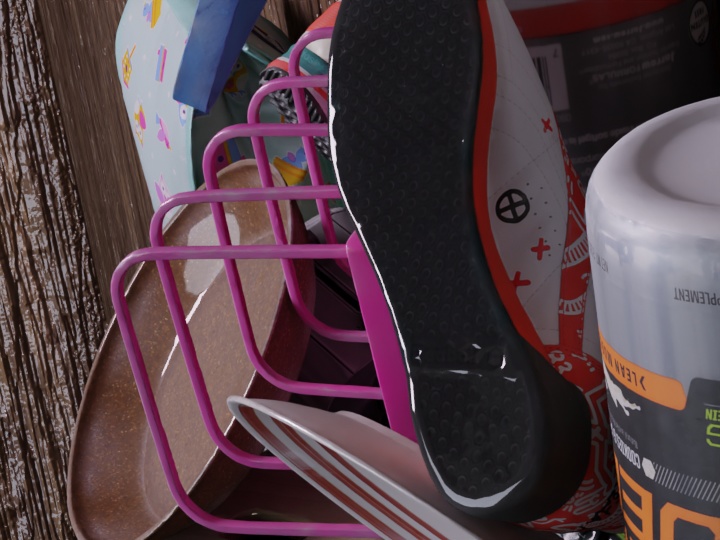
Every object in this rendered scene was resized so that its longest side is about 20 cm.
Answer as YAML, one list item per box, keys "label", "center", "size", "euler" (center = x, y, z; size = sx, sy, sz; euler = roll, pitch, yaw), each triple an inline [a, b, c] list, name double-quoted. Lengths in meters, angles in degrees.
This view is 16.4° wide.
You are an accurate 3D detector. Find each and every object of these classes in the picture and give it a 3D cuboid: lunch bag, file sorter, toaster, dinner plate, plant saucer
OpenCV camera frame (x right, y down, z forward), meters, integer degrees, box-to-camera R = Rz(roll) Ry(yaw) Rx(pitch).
- label: "lunch bag"
  center: [-0.078, -0.086, 1.543]
  size: [0.170, 0.121, 0.201]
  euler: [-124, 17, -60]
- label: "file sorter"
  center: [0.000, 0.000, 1.013]
  size: [0.200, 0.125, 0.140]
  euler: [-55, -42, -52]
- label: "toaster"
  center: [0.004, 0.063, 1.281]
  size: [0.129, 0.113, 0.200]
  euler: [43, 161, 36]
- label: "dinner plate"
  center: [0.041, 0.094, 0.848]
  size: [0.200, 0.024, 0.200]
  euler: [33, 171, 6]
- label: "plant saucer"
  center: [-0.074, 0.045, 1.178]
  size: [0.200, 0.037, 0.201]
  euler: [-45, 32, 38]

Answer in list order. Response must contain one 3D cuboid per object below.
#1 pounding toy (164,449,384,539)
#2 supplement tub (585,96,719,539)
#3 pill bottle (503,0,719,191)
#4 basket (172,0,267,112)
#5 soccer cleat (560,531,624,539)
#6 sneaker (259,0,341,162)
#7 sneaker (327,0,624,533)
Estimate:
- label: "pounding toy"
  center: [-0.014, 0.179, 1.132]
  size: [0.200, 0.142, 0.185]
  euler: [6, 124, 56]
- label: "supplement tub"
  center: [0.135, 0.056, 0.723]
  size: [0.123, 0.122, 0.201]
  euler: [-132, 29, -65]
- label: "pill bottle"
  center: [0.079, -0.026, 0.899]
  size: [0.116, 0.115, 0.201]
  euler: [-133, 31, -66]
- label: "basket"
  center: [-0.027, -0.186, 1.060]
  size: [0.201, 0.138, 0.177]
  euler: [105, -175, -47]
- label: "soccer cleat"
  center: [0.107, 0.121, 1.096]
  size: [0.081, 0.067, 0.201]
  euler: [-57, 47, 50]
- label: "sneaker"
  center: [0.027, -0.074, 1.217]
  size: [0.070, 0.094, 0.200]
  euler: [38, 174, 32]
- label: "sneaker"
  center: [0.054, -0.010, 0.809]
  size: [0.067, 0.108, 0.202]
  euler: [-27, 63, 32]
